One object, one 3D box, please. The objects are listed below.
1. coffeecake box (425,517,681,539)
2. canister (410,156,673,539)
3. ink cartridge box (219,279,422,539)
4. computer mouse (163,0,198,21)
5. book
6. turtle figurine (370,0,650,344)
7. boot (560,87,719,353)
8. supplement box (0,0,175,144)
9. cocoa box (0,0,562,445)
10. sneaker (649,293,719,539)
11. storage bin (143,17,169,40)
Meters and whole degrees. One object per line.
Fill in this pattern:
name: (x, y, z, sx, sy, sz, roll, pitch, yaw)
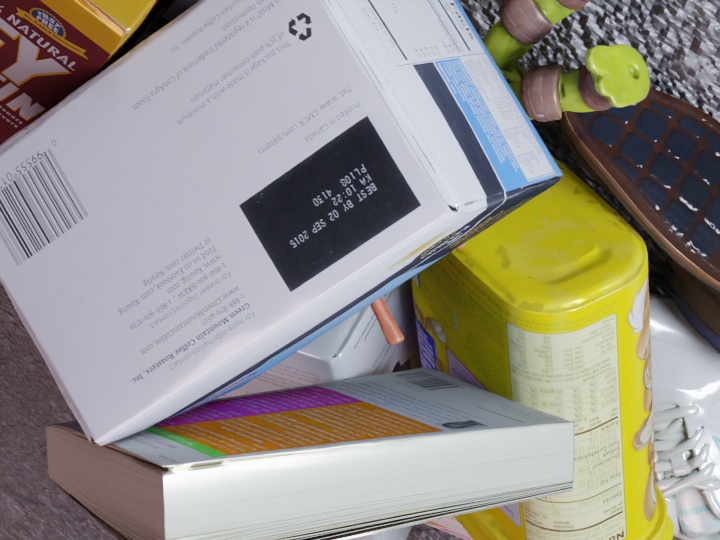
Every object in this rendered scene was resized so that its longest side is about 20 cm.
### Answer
coffeecake box: (0.103, 0.124, 1.327, 0.153, 0.073, 0.200, 26, 166, -41)
canister: (0.085, 0.048, 1.112, 0.149, 0.087, 0.200, 47, 154, 44)
ink cartridge box: (-0.044, 0.058, 1.198, 0.145, 0.083, 0.200, 16, 146, 21)
computer mouse: (-0.048, -0.146, 1.158, 0.200, 0.034, 0.059, 1, 137, 50)
book: (-0.024, 0.080, 1.010, 0.134, 0.200, 0.048, 20, 114, 60)
turtle figurine: (0.054, -0.073, 1.028, 0.161, 0.200, 0.064, -24, 150, 38)
boot: (0.159, -0.011, 1.082, 0.200, 0.075, 0.097, 38, 152, -8)
supplement box: (-0.123, -0.179, 0.999, 0.133, 0.200, 0.197, 40, 155, -6)
cocoa box: (-0.042, -0.037, 0.957, 0.200, 0.131, 0.133, -33, 84, 26)
sneaker: (0.182, 0.092, 1.194, 0.070, 0.080, 0.200, -10, 131, 37)
storage bin: (-0.126, -0.081, 1.301, 0.200, 0.094, 0.135, 18, 150, 35)
